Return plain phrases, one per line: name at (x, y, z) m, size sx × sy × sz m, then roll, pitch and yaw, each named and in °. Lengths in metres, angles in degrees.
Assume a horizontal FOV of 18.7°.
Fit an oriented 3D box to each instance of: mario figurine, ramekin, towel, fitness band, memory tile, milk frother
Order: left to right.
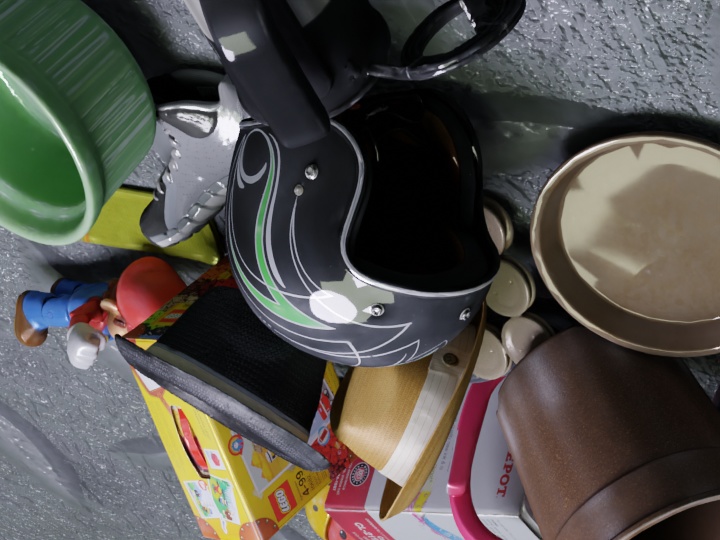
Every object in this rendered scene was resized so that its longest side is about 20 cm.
ramekin at (-0.249, -0.126, 1.654) m, size 0.200 × 0.098 × 0.200 m, roll 28°, pitch 146°, yaw 22°
towel at (-0.218, -0.046, 1.886) m, size 0.199 × 0.018 × 0.086 m, roll 9°, pitch 148°, yaw 18°
mario figurine at (-0.220, 0.053, 1.936) m, size 0.200 × 0.124 × 0.106 m, roll -1°, pitch 140°, yaw 48°
milk frother at (-0.019, -0.201, 1.435) m, size 0.200 × 0.181 × 0.188 m, roll -32°, pitch 136°, yaw 0°
memory tile at (0.064, 0.022, 1.763) m, size 0.200 × 0.017 × 0.154 m, roll -13°, pitch 107°, yaw 46°
fitness band at (0.148, 0.152, 1.800) m, size 0.143 × 0.201 × 0.037 m, roll 13°, pitch 153°, yaw 5°

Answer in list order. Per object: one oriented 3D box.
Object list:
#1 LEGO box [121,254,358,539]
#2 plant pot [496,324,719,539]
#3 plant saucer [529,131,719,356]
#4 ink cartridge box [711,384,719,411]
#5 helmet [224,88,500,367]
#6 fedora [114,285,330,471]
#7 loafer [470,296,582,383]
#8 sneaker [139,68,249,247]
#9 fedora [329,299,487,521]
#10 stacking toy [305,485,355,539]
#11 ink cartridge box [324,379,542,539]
LEGO box at (-0.097, 0.105, 1.851) m, size 0.077 × 0.149 × 0.201 m, roll 1°, pitch 121°, yaw 43°
plant pot at (0.209, 0.154, 1.678) m, size 0.199 × 0.199 × 0.201 m, roll -15°, pitch 142°, yaw -12°
plant saucer at (0.223, -0.022, 1.597) m, size 0.199 × 0.030 × 0.201 m, roll 9°, pitch 129°, yaw 12°
ink cartridge box at (0.348, 0.151, 1.792) m, size 0.144 × 0.085 × 0.200 m, roll 20°, pitch 148°, yaw 3°
helmet at (-0.001, -0.026, 1.578) m, size 0.199 × 0.200 × 0.192 m, roll -3°, pitch 99°, yaw 35°
fedora at (-0.089, 0.071, 1.668) m, size 0.200 × 0.092 × 0.201 m, roll 30°, pitch 172°, yaw 5°
loafer at (0.109, 0.051, 1.801) m, size 0.199 × 0.063 × 0.072 m, roll 3°, pitch 118°, yaw 40°
sneaker at (-0.138, -0.101, 1.711) m, size 0.115 × 0.075 × 0.200 m, roll 39°, pitch 135°, yaw -19°
fedora at (0.029, 0.090, 1.674) m, size 0.082 × 0.201 × 0.201 m, roll 23°, pitch 149°, yaw -5°
stacking toy at (-0.005, 0.231, 2.117) m, size 0.200 × 0.146 × 0.146 m, roll 28°, pitch 152°, yaw 19°
ink cartridge box at (0.087, 0.165, 1.908) m, size 0.199 × 0.146 × 0.083 m, roll -1°, pitch 147°, yaw 33°
